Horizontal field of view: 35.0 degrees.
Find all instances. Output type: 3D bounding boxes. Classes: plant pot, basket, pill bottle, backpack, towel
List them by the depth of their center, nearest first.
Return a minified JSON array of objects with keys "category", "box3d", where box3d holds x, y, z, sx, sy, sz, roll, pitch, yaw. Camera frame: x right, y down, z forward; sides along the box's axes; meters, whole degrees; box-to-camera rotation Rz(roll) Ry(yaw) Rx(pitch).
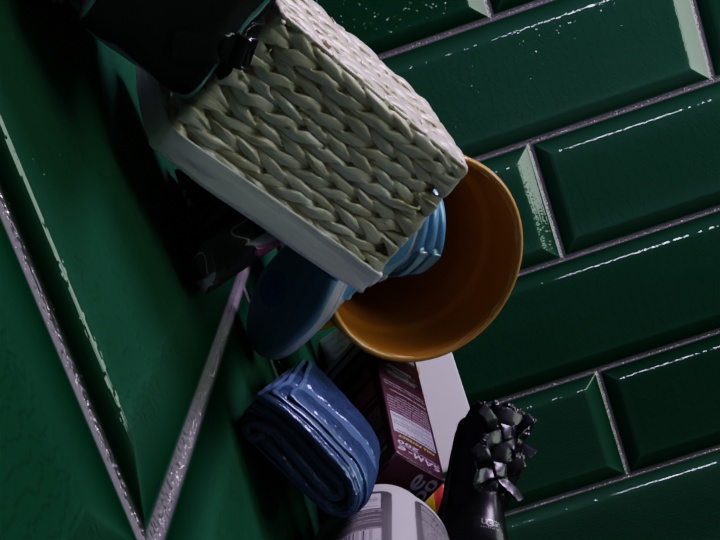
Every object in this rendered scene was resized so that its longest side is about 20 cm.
[{"category":"backpack","box3d":[-0.110,-0.215,0.676,0.153,0.176,0.200,36,7,-24]},{"category":"basket","box3d":[-0.039,-0.103,0.790,0.200,0.123,0.136,36,17,-33]},{"category":"pill bottle","box3d":[0.017,0.230,0.861,0.200,0.111,0.111,-79,150,-82]},{"category":"towel","box3d":[-0.030,0.126,0.882,0.112,0.049,0.200,44,2,3]},{"category":"plant pot","box3d":[0.027,-0.038,1.111,0.183,0.200,0.200,41,-25,61]}]

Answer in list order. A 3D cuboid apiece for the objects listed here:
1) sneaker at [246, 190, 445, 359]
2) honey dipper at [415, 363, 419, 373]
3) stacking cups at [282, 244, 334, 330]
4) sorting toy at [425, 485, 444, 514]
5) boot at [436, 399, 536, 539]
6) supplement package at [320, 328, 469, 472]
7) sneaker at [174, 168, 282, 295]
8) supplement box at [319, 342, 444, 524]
[{"category":"sneaker","box3d":[0.000,0.000,0.957,0.131,0.200,0.080,19,22,-51]},{"category":"honey dipper","box3d":[0.015,0.120,1.235,0.200,0.038,0.038,-22,-94,64]},{"category":"stacking cups","box3d":[-0.069,-0.029,1.336,0.061,0.060,0.200,56,13,-77]},{"category":"sorting toy","box3d":[0.049,0.255,1.173,0.199,0.070,0.200,-102,-172,-58]},{"category":"boot","box3d":[0.088,0.217,1.011,0.198,0.073,0.163,121,-14,-50]},{"category":"supplement package","box3d":[0.047,0.153,1.374,0.121,0.120,0.200,140,-66,-67]},{"category":"sneaker","box3d":[-0.107,-0.050,0.849,0.086,0.080,0.200,52,6,-16]},{"category":"supplement box","box3d":[0.009,0.152,1.069,0.061,0.109,0.200,32,23,-23]}]
